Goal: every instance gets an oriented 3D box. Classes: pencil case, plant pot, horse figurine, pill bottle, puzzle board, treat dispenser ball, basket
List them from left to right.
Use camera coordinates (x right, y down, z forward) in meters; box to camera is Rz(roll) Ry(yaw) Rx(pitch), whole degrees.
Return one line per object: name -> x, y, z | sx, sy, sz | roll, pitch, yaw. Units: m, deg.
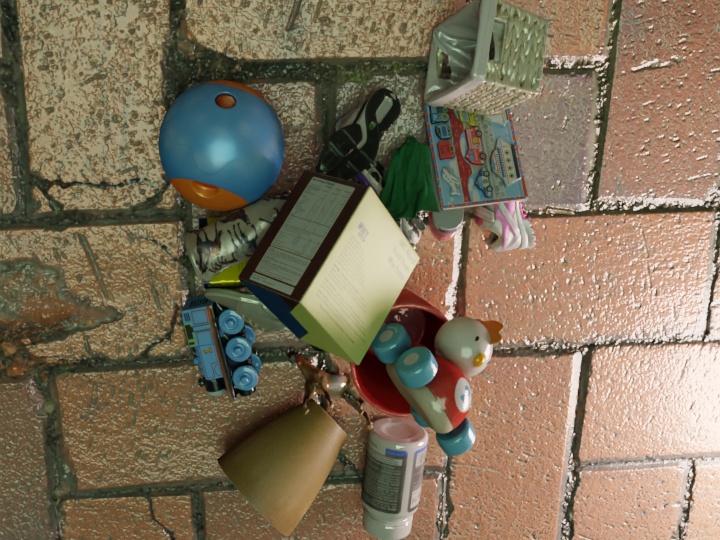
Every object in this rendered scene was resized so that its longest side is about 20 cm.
treat dispenser ball -> -0.218, -0.196, 1.452 | 0.197, 0.201, 0.205 | -2, 108, -7
pencil case -> -0.181, -0.051, 1.449 | 0.197, 0.078, 0.091 | -24, 74, -9
plant pot -> -0.125, 0.333, 1.656 | 0.200, 0.186, 0.187 | -46, 108, -8
horse figurine -> -0.040, 0.218, 1.659 | 0.197, 0.133, 0.050 | 15, 118, -23
pill bottle -> 0.060, 0.389, 1.718 | 0.111, 0.114, 0.204 | 4, 106, -9
plant pot -> 0.065, 0.124, 1.603 | 0.196, 0.178, 0.204 | -2, 108, -8
puzzle board -> 0.191, -0.206, 1.546 | 0.148, 0.017, 0.204 | -7, 75, -5
basket -> 0.197, -0.332, 1.460 | 0.121, 0.200, 0.138 | 10, 86, -18

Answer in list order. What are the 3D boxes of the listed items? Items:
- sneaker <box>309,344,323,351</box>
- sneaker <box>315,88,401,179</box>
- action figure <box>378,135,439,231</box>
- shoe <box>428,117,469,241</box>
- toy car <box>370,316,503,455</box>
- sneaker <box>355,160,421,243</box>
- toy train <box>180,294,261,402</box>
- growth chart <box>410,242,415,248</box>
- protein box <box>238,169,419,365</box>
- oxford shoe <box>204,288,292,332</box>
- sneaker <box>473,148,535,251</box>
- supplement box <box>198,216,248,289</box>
sneaker -> -0.087, 0.088, 1.572 | 0.078, 0.198, 0.091 | 26, 72, -46
sneaker -> -0.019, -0.204, 1.509 | 0.076, 0.115, 0.201 | 45, 64, -13
action figure -> 0.082, -0.150, 1.523 | 0.116, 0.203, 0.055 | -7, 139, 17
shoe -> 0.147, -0.154, 1.587 | 0.070, 0.091, 0.204 | 3, 77, -1
toy car -> 0.152, 0.143, 1.449 | 0.199, 0.177, 0.186 | -37, 120, -8
sneaker -> 0.024, -0.115, 1.580 | 0.083, 0.081, 0.202 | -29, 105, 19
toy train -> -0.243, 0.133, 1.616 | 0.112, 0.087, 0.204 | -10, 108, 4
growth chart -> 0.000, 0.000, 1.582 | 0.197, 0.145, 0.018 | -23, 85, -2
protein box -> -0.043, -0.005, 1.399 | 0.202, 0.133, 0.199 | -59, 141, -16
oxford shoe -> -0.170, 0.069, 1.524 | 0.196, 0.075, 0.059 | 15, 91, 10
sneaker -> 0.237, -0.116, 1.603 | 0.087, 0.081, 0.203 | -21, 108, -2
supplement box -> -0.168, -0.031, 1.542 | 0.196, 0.109, 0.112 | -3, 84, -6
